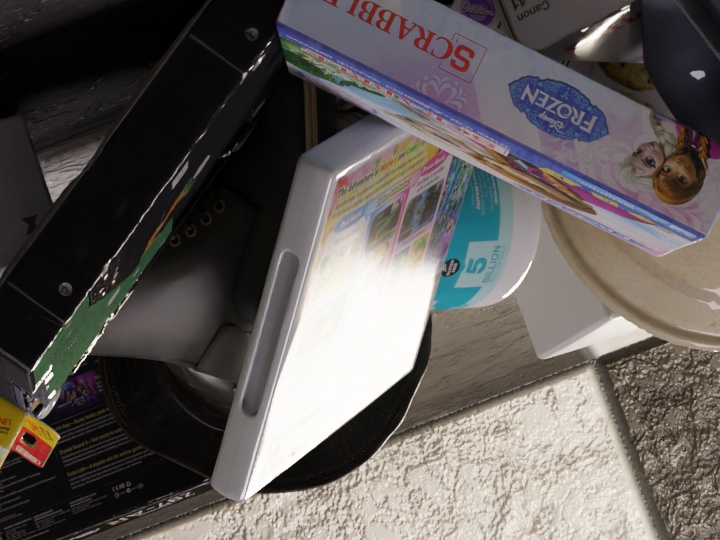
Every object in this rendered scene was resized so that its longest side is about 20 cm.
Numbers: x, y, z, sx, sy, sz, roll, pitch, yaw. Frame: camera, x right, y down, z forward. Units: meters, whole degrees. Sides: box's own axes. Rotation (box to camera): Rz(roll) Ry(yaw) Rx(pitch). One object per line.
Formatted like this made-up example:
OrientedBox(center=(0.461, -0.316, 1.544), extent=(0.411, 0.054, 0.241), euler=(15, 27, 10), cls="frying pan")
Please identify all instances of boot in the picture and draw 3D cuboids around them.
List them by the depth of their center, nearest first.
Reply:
OrientedBox(center=(-0.084, -0.029, 1.486), extent=(0.138, 0.201, 0.078), euler=(6, -152, -4), cls="boot")

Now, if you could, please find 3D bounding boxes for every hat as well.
OrientedBox(center=(-0.062, 0.023, 1.688), extent=(0.200, 0.201, 0.081), euler=(-21, 154, 4), cls="hat")

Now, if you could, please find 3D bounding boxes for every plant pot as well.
OrientedBox(center=(0.220, -0.084, 1.675), extent=(0.200, 0.201, 0.184), euler=(-16, 159, -24), cls="plant pot")

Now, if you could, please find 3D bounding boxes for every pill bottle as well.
OrientedBox(center=(-0.010, -0.031, 1.615), extent=(0.199, 0.111, 0.111), euler=(-3, 164, -32), cls="pill bottle")

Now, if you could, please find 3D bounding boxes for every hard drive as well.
OrientedBox(center=(-0.102, -0.032, 1.347), extent=(0.200, 0.038, 0.140), euler=(-56, 177, -11), cls="hard drive")

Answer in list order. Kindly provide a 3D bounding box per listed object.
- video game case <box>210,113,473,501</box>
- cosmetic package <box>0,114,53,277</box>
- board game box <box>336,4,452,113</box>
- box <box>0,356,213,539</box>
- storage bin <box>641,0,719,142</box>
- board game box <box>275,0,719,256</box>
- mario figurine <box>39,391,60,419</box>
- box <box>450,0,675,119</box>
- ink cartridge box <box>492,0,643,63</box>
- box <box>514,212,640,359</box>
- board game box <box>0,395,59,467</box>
OrientedBox(center=(0.000, 0.000, 1.480), extent=(0.200, 0.024, 0.183), euler=(-34, 144, -58), cls="video game case")
OrientedBox(center=(-0.210, -0.007, 1.486), extent=(0.101, 0.072, 0.200), euler=(-17, 171, -14), cls="cosmetic package")
OrientedBox(center=(0.040, -0.112, 1.572), extent=(0.105, 0.024, 0.200), euler=(-30, 167, 38), cls="board game box")
OrientedBox(center=(-0.168, 0.074, 1.782), extent=(0.199, 0.161, 0.044), euler=(-22, 170, 5), cls="box")
OrientedBox(center=(0.210, -0.086, 1.243), extent=(0.134, 0.146, 0.200), euler=(-35, 168, 0), cls="storage bin")
OrientedBox(center=(0.061, -0.070, 1.316), extent=(0.041, 0.199, 0.200), euler=(-63, 178, -1), cls="board game box")
OrientedBox(center=(-0.238, 0.052, 1.676), extent=(0.199, 0.106, 0.123), euler=(-16, 173, -33), cls="mario figurine")
OrientedBox(center=(0.133, -0.083, 1.427), extent=(0.042, 0.199, 0.039), euler=(-63, 167, 19), cls="box")
OrientedBox(center=(0.162, -0.158, 1.351), extent=(0.147, 0.086, 0.200), euler=(-27, 167, 31), cls="ink cartridge box")
OrientedBox(center=(0.187, -0.052, 1.832), extent=(0.199, 0.153, 0.106), euler=(-15, 171, -24), cls="box")
OrientedBox(center=(-0.237, 0.044, 1.431), extent=(0.030, 0.199, 0.096), euler=(-63, -176, -17), cls="board game box")
